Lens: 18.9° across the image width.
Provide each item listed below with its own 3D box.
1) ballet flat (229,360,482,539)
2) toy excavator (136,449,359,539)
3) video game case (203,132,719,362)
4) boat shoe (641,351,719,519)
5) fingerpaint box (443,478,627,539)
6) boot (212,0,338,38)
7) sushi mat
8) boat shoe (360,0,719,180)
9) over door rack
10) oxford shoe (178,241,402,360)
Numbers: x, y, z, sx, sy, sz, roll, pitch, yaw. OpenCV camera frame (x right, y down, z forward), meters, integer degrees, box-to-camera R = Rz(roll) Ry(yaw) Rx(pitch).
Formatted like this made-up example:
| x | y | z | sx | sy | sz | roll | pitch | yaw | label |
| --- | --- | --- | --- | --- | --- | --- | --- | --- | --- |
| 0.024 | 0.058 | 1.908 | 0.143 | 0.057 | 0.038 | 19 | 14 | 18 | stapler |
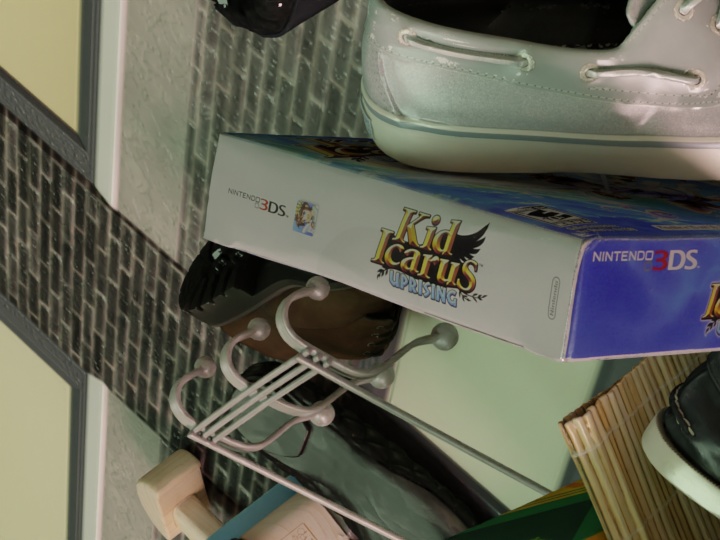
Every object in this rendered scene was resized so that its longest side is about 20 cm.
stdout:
| x | y | z | sx | sy | sz | roll | pitch | yaw | label |
| --- | --- | --- | --- | --- | --- | --- | --- | --- | --- |
| 0.014 | 0.115 | 1.160 | 0.200 | 0.057 | 0.067 | 42 | 120 | 10 | ballet flat |
| -0.055 | 0.176 | 1.265 | 0.195 | 0.100 | 0.200 | 51 | 157 | 8 | toy excavator |
| 0.076 | -0.013 | 0.800 | 0.181 | 0.199 | 0.046 | 17 | 103 | 44 | video game case |
| 0.204 | 0.089 | 0.798 | 0.199 | 0.074 | 0.066 | 34 | 115 | 17 | boat shoe |
| 0.098 | 0.196 | 0.889 | 0.073 | 0.166 | 0.201 | -3 | 101 | 47 | fingerpaint box |
| 0.013 | -0.126 | 0.795 | 0.076 | 0.168 | 0.201 | 23 | 138 | 41 | boot |
| 0.146 | 0.121 | 0.876 | 0.012 | 0.096 | 0.201 | -2 | 119 | 49 | sushi mat |
| 0.098 | -0.077 | 0.738 | 0.200 | 0.070 | 0.072 | -2 | 132 | 4 | boat shoe |
| 0.019 | 0.087 | 1.048 | 0.200 | 0.067 | 0.148 | 39 | 149 | -9 | over door rack |
| 0.000 | 0.000 | 1.050 | 0.084 | 0.073 | 0.200 | 37 | 152 | -24 | oxford shoe |
